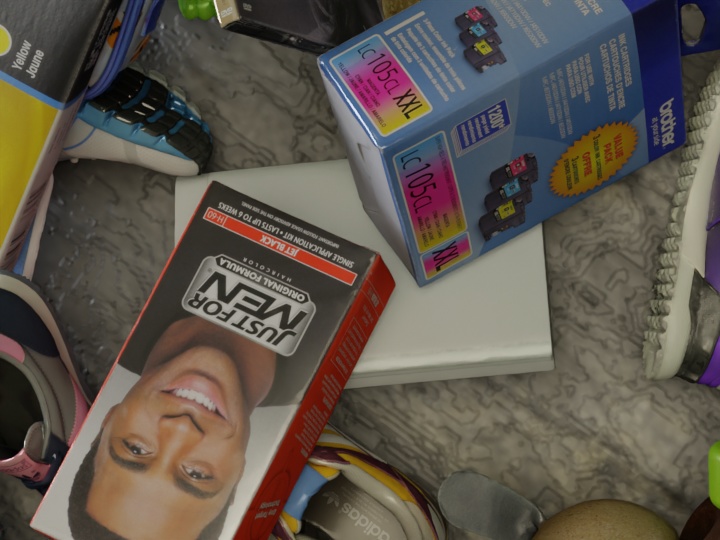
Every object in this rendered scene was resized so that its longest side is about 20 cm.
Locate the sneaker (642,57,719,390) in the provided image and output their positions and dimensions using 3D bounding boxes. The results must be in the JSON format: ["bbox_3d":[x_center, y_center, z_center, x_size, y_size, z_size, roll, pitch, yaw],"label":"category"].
[{"bbox_3d":[0.218,-0.030,1.222,0.099,0.070,0.200,13,91,0],"label":"sneaker"}]

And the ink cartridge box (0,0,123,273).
[{"bbox_3d":[-0.240,-0.117,1.186,0.200,0.047,0.198,27,122,1],"label":"ink cartridge box"}]

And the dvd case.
[{"bbox_3d":[-0.048,-0.203,1.150,0.016,0.149,0.200,-23,75,27],"label":"dvd case"}]

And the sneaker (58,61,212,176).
[{"bbox_3d":[-0.180,-0.083,1.274,0.200,0.075,0.087,21,115,4],"label":"sneaker"}]

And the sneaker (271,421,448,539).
[{"bbox_3d":[-0.043,0.102,1.226,0.200,0.090,0.075,27,90,7],"label":"sneaker"}]

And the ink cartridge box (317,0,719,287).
[{"bbox_3d":[0.090,-0.095,1.178,0.200,0.136,0.076,-30,58,-8],"label":"ink cartridge box"}]

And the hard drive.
[{"bbox_3d":[0.000,0.000,1.237,0.200,0.026,0.132,-6,62,7],"label":"hard drive"}]

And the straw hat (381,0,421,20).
[{"bbox_3d":[0.084,-0.196,1.230,0.201,0.201,0.085,-39,42,3],"label":"straw hat"}]

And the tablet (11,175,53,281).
[{"bbox_3d":[-0.249,0.020,1.270,0.130,0.014,0.200,17,105,7],"label":"tablet"}]

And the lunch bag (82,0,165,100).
[{"bbox_3d":[-0.157,-0.197,1.186,0.160,0.076,0.200,26,119,7],"label":"lunch bag"}]

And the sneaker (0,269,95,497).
[{"bbox_3d":[-0.164,0.100,1.214,0.070,0.082,0.200,-25,111,24],"label":"sneaker"}]

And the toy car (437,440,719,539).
[{"bbox_3d":[0.139,0.160,1.180,0.200,0.158,0.164,0,97,16],"label":"toy car"}]

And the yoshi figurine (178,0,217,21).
[{"bbox_3d":[-0.083,-0.195,1.235,0.200,0.112,0.112,20,80,-2],"label":"yoshi figurine"}]

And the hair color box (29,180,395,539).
[{"bbox_3d":[-0.072,0.067,1.170,0.101,0.061,0.200,23,80,15],"label":"hair color box"}]

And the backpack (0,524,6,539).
[{"bbox_3d":[-0.272,0.149,1.203,0.154,0.200,0.191,23,94,-8],"label":"backpack"}]
